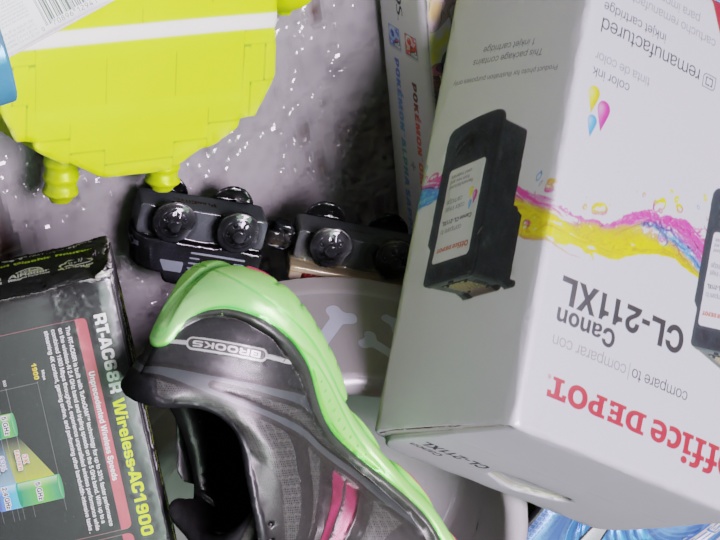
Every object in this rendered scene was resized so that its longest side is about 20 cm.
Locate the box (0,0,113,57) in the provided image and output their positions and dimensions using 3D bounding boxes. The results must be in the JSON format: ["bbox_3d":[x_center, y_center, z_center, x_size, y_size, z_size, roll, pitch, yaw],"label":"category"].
[{"bbox_3d":[-0.184,-0.073,1.012,0.199,0.039,0.042,-30,112,-4],"label":"box"}]

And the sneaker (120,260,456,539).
[{"bbox_3d":[-0.028,0.088,1.065,0.084,0.077,0.200,-45,118,-22],"label":"sneaker"}]

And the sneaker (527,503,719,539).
[{"bbox_3d":[0.103,0.101,1.278,0.199,0.078,0.090,-28,125,-20],"label":"sneaker"}]

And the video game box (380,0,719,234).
[{"bbox_3d":[0.103,-0.095,1.215,0.199,0.047,0.183,-19,122,-25],"label":"video game box"}]

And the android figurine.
[{"bbox_3d":[-0.091,-0.122,1.080,0.181,0.041,0.201,-10,115,-30],"label":"android figurine"}]

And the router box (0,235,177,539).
[{"bbox_3d":[-0.147,0.100,1.072,0.149,0.062,0.201,-12,106,-3],"label":"router box"}]

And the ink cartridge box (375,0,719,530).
[{"bbox_3d":[0.100,-0.010,1.122,0.145,0.083,0.201,23,71,-38],"label":"ink cartridge box"}]

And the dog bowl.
[{"bbox_3d":[-0.020,0.102,1.168,0.199,0.059,0.201,-6,123,-10],"label":"dog bowl"}]

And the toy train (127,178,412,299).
[{"bbox_3d":[0.000,0.000,1.162,0.199,0.034,0.046,9,116,-15],"label":"toy train"}]

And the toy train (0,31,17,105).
[{"bbox_3d":[-0.198,-0.129,0.951,0.115,0.085,0.201,-19,90,-15],"label":"toy train"}]
